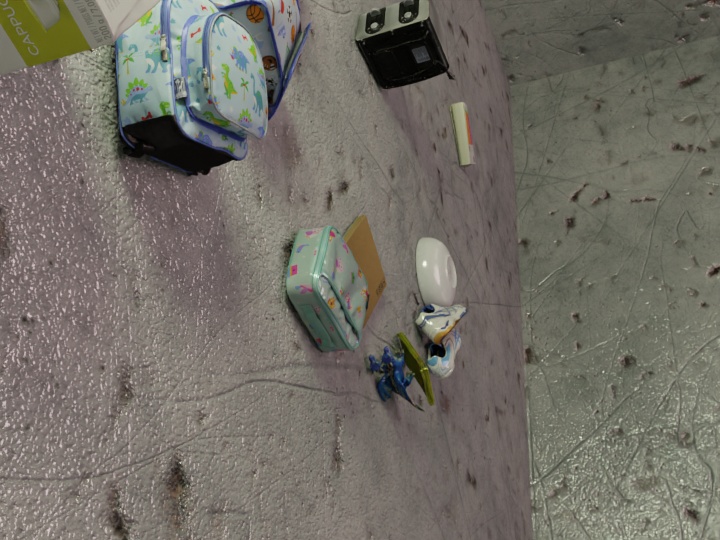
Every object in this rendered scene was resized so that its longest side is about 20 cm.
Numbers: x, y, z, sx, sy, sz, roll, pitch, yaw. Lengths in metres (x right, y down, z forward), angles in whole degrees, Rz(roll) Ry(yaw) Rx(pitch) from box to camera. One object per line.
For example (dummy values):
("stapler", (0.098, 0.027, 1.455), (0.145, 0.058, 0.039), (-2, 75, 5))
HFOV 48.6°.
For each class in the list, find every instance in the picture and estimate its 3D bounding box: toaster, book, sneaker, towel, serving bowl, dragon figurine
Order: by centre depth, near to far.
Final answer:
("dragon figurine", (0.069, 0.226, 1.600), (0.100, 0.058, 0.201), (-62, 138, -58))
("towel", (0.114, 0.203, 1.670), (0.200, 0.018, 0.087), (-124, -159, -69))
("toaster", (0.106, -0.525, 1.852), (0.200, 0.180, 0.119), (53, 33, -49))
("sneaker", (0.197, 0.108, 1.944), (0.088, 0.075, 0.200), (40, 22, 10))
("sneaker", (0.202, 0.186, 1.959), (0.073, 0.072, 0.200), (58, 23, -19))
("serving bowl", (0.203, 0.010, 2.039), (0.200, 0.065, 0.202), (-10, 90, -69))
("book", (0.346, -0.450, 2.646), (0.134, 0.048, 0.201), (-21, 102, -71))

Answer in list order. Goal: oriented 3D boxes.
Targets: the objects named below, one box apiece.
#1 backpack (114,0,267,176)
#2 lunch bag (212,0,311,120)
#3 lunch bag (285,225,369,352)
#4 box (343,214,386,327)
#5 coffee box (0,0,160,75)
("backpack", (-0.201, -0.238, 0.970), (0.183, 0.146, 0.201), (11, 68, -70))
("lunch bag", (-0.147, -0.354, 1.208), (0.201, 0.123, 0.171), (79, 16, -45))
("lunch bag", (-0.051, 0.038, 1.341), (0.200, 0.077, 0.161), (61, 28, -42))
("box", (0.000, 0.000, 1.569), (0.200, 0.021, 0.164), (-58, 134, -60))
("coffee box", (-0.292, -0.304, 0.686), (0.201, 0.197, 0.200), (-71, 146, -48))
